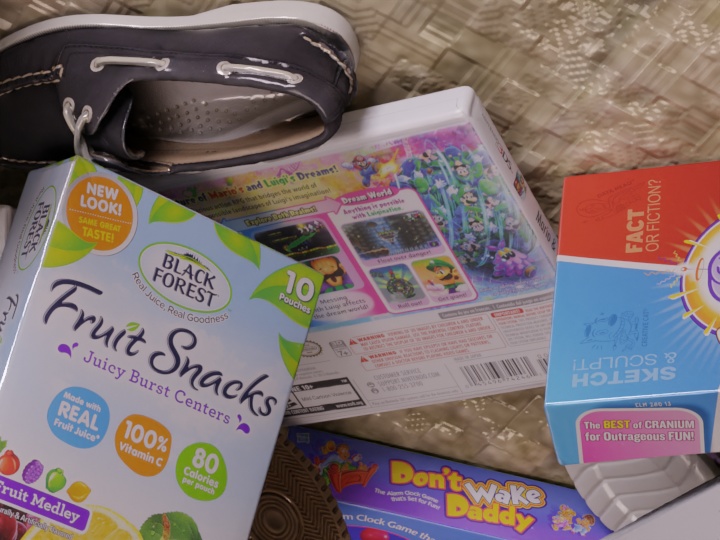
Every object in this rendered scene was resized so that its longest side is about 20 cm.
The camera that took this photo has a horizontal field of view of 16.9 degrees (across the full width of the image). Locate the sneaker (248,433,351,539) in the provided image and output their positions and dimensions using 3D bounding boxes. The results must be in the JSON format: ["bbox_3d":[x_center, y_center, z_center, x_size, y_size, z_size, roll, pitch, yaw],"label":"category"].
[{"bbox_3d":[-0.096,0.115,1.253,0.200,0.071,0.112,47,132,5],"label":"sneaker"}]

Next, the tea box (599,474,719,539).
[{"bbox_3d":[0.245,0.168,1.133,0.134,0.197,0.200,-33,81,40],"label":"tea box"}]

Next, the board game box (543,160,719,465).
[{"bbox_3d":[0.186,0.012,1.078,0.200,0.153,0.040,-6,132,14],"label":"board game box"}]

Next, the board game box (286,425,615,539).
[{"bbox_3d":[0.043,0.164,1.327,0.200,0.045,0.135,14,135,-4],"label":"board game box"}]

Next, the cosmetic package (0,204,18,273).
[{"bbox_3d":[-0.184,0.075,1.154,0.085,0.200,0.108,-2,172,11],"label":"cosmetic package"}]

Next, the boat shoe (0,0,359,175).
[{"bbox_3d":[-0.098,-0.073,1.104,0.200,0.060,0.074,-5,133,13],"label":"boat shoe"}]

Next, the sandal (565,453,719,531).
[{"bbox_3d":[0.179,0.124,1.264,0.203,0.050,0.082,44,136,-13],"label":"sandal"}]

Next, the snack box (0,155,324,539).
[{"bbox_3d":[-0.110,0.069,1.097,0.142,0.200,0.053,27,159,-29],"label":"snack box"}]

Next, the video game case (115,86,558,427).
[{"bbox_3d":[0.000,0.000,1.176,0.200,0.024,0.182,-11,132,27],"label":"video game case"}]
